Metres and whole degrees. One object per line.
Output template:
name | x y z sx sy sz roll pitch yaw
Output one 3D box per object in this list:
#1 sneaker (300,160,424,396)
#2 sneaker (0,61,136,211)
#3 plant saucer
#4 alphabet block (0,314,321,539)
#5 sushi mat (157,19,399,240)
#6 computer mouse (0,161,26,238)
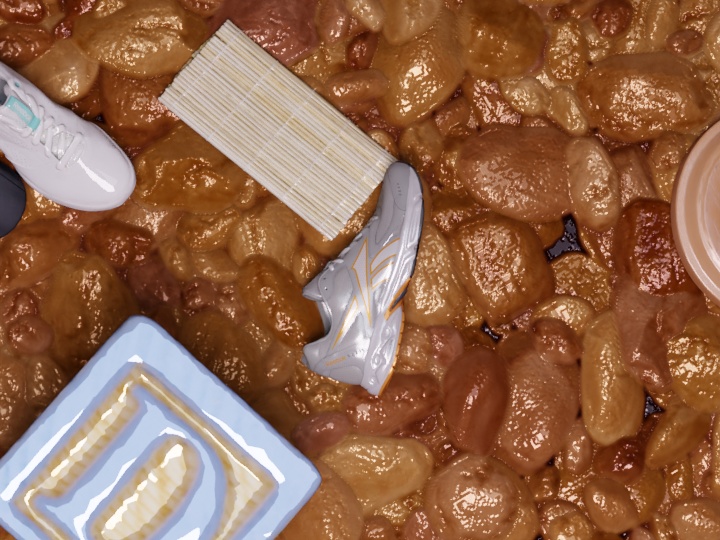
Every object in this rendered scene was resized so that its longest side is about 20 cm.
sneaker | 0.000 0.000 1.516 0.091 0.076 0.201 11 81 0
sneaker | -0.277 -0.122 1.493 0.199 0.088 0.075 36 80 -1
plant saucer | 0.375 -0.051 1.580 0.199 0.032 0.202 1 83 -5
alphabet block | -0.166 0.172 1.413 0.196 0.200 0.195 43 82 1
sushi mat | -0.072 -0.123 1.552 0.200 0.012 0.096 39 82 0
computer mouse | -0.391 -0.070 1.496 0.199 0.046 0.141 34 80 -1
